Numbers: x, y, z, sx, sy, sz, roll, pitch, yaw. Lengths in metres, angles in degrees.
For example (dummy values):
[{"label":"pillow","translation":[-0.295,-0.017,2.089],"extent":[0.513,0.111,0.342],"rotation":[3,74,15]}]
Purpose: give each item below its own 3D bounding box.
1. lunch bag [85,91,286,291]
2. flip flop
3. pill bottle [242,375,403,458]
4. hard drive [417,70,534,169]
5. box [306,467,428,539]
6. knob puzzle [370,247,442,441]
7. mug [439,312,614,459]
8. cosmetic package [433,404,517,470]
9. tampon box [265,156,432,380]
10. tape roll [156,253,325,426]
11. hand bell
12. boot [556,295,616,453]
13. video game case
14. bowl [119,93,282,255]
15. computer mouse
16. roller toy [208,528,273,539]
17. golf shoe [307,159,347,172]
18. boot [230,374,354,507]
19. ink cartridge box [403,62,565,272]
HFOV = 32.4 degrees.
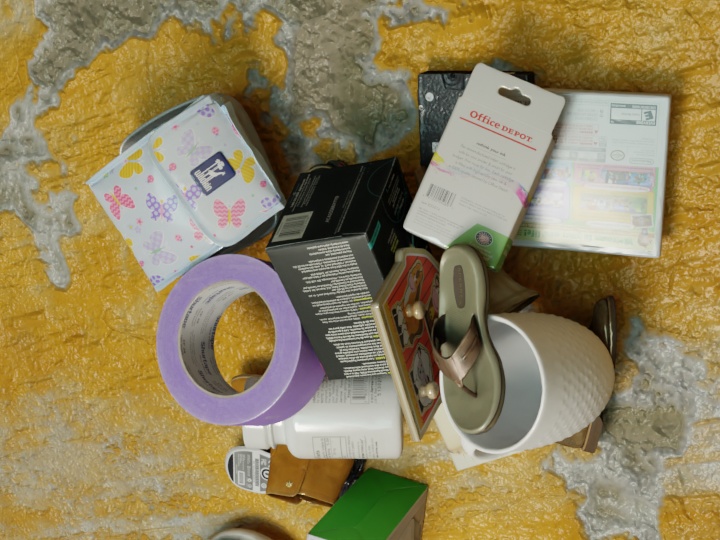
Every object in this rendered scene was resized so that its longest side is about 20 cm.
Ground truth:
[{"label":"lunch bag","translation":[-0.207,-0.100,1.512],"extent":[0.199,0.127,0.171],"rotation":[-29,97,23]},{"label":"flip flop","translation":[0.104,0.072,1.306],"extent":[0.081,0.057,0.203],"rotation":[-7,86,45]},{"label":"pill bottle","translation":[-0.045,0.179,1.559],"extent":[0.197,0.114,0.116],"rotation":[-1,107,3]},{"label":"hard drive","translation":[0.139,-0.135,1.473],"extent":[0.138,0.038,0.203],"rotation":[3,106,24]},{"label":"box","translation":[0.002,0.384,1.604],"extent":[0.096,0.200,0.179],"rotation":[13,110,20]},{"label":"knob puzzle","translation":[0.079,0.063,1.398],"extent":[0.030,0.219,0.222],"rotation":[-6,103,25]},{"label":"mug","translation":[0.186,0.139,1.390],"extent":[0.148,0.174,0.201],"rotation":[52,124,31]},{"label":"cosmetic package","translation":[0.132,0.134,1.540],"extent":[0.103,0.073,0.202],"rotation":[-23,95,27]},{"label":"tampon box","translation":[0.000,0.000,1.430],"extent":[0.125,0.151,0.201],"rotation":[-7,126,23]},{"label":"tape roll","translation":[-0.141,0.085,1.485],"extent":[0.198,0.085,0.203],"rotation":[-4,81,24]},{"label":"hand bell","translation":[0.114,-0.031,1.444],"extent":[0.104,0.104,0.201],"rotation":[-35,78,29]},{"label":"boot","translation":[0.261,0.122,1.470],"extent":[0.074,0.074,0.202],"rotation":[11,112,6]},{"label":"video game case","translation":[0.246,-0.112,1.403],"extent":[0.198,0.022,0.184],"rotation":[6,108,19]},{"label":"bowl","translation":[-0.196,-0.120,1.611],"extent":[0.198,0.075,0.202],"rotation":[-21,96,29]},{"label":"computer mouse","translation":[-0.090,0.274,1.703],"extent":[0.198,0.044,0.111],"rotation":[10,114,16]},{"label":"roller toy","translation":[-0.167,0.467,1.740],"extent":[0.199,0.140,0.183],"rotation":[38,128,7]},{"label":"golf shoe","translation":[-0.012,-0.040,1.545],"extent":[0.077,0.088,0.201],"rotation":[-35,91,27]},{"label":"boot","translation":[-0.104,0.227,1.636],"extent":[0.199,0.145,0.071],"rotation":[16,155,15]},{"label":"ink cartridge box","translation":[0.141,-0.113,1.373],"extent":[0.116,0.067,0.202],"rotation":[25,91,13]}]
